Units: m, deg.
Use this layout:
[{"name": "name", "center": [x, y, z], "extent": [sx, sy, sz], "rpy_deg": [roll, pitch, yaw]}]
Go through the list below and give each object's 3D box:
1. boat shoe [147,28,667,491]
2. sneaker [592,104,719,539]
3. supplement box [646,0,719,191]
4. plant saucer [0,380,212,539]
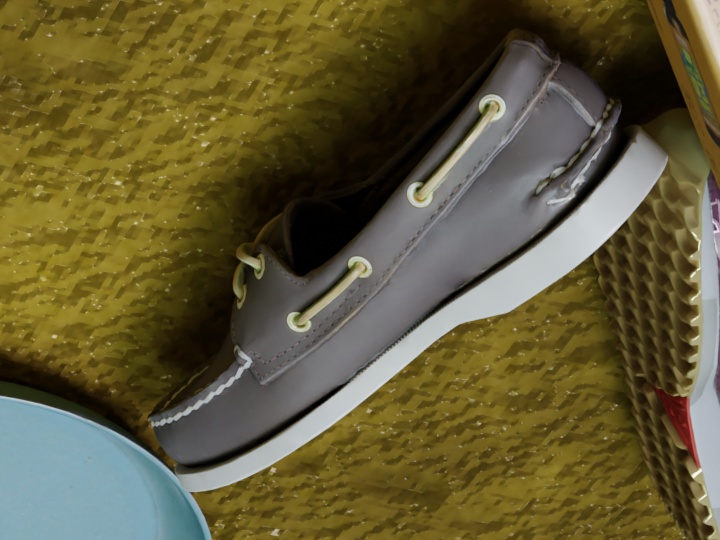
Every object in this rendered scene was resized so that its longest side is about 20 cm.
[{"name": "boat shoe", "center": [0.000, 0.000, 0.806], "extent": [0.060, 0.072, 0.200], "rpy_deg": [46, 127, -11]}, {"name": "sneaker", "center": [0.130, 0.014, 0.851], "extent": [0.090, 0.075, 0.200], "rpy_deg": [-24, 138, -9]}, {"name": "supplement box", "center": [0.125, -0.045, 0.728], "extent": [0.069, 0.067, 0.200], "rpy_deg": [-27, 113, -1]}, {"name": "plant saucer", "center": [-0.149, 0.098, 0.905], "extent": [0.200, 0.027, 0.200], "rpy_deg": [-5, 136, -5]}]
